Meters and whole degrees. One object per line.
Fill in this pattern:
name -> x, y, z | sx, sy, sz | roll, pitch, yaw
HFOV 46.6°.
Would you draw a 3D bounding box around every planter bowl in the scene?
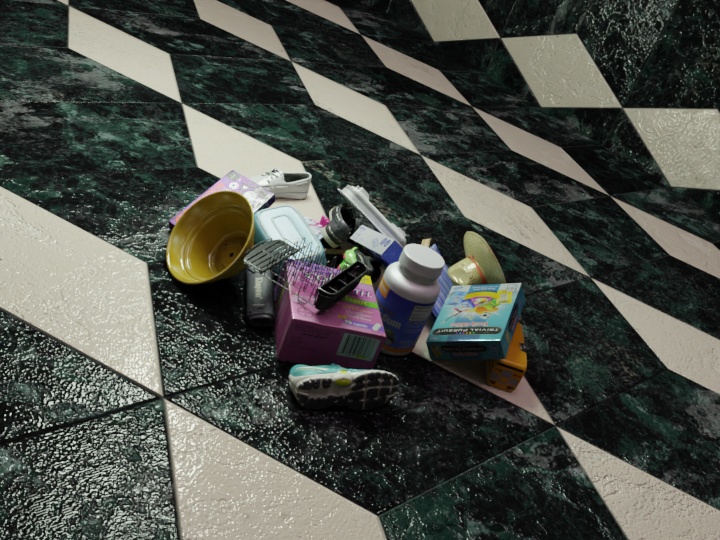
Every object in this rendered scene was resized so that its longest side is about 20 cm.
planter bowl -> -0.265, -0.046, 1.592 | 0.200, 0.200, 0.083 | 50, 3, 41

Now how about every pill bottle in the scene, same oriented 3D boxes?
pill bottle -> 0.084, 0.054, 1.587 | 0.112, 0.200, 0.112 | 17, 28, -9

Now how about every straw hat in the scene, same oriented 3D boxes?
straw hat -> 0.234, 0.017, 1.802 | 0.085, 0.201, 0.201 | -22, 42, -10

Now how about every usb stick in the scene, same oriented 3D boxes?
usb stick -> -0.191, 0.040, 1.592 | 0.055, 0.033, 0.200 | 4, 32, -10

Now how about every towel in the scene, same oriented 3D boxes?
towel -> 0.168, 0.035, 1.791 | 0.145, 0.024, 0.200 | 57, 29, -9

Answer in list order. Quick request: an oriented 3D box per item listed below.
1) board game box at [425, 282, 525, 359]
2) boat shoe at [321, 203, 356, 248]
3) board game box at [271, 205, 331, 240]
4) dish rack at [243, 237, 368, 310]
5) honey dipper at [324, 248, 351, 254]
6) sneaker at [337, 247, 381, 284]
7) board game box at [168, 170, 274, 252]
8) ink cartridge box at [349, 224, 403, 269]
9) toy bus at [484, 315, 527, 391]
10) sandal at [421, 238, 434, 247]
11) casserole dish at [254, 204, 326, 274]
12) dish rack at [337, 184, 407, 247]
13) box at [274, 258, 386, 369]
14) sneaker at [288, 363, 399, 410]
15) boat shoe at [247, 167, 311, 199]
board game box -> 0.232, 0.099, 1.662 | 0.151, 0.047, 0.200 | -4, 30, 26
boat shoe -> -0.031, -0.110, 1.852 | 0.073, 0.063, 0.200 | 48, 23, -10
board game box -> -0.174, -0.111, 1.827 | 0.200, 0.026, 0.200 | 20, 21, 11
dish rack -> -0.104, -0.008, 1.514 | 0.200, 0.055, 0.153 | 30, 29, 15
honey dipper -> -0.056, -0.042, 1.822 | 0.200, 0.038, 0.038 | 1, 35, -32
sneaker -> 0.000, 0.000, 1.719 | 0.084, 0.077, 0.200 | 26, 7, 2
board game box -> -0.284, -0.122, 1.732 | 0.120, 0.032, 0.200 | 27, 52, 21
ink cartridge box -> 0.052, -0.036, 1.737 | 0.094, 0.044, 0.200 | 44, -5, -22
toy bus -> 0.289, 0.151, 1.693 | 0.065, 0.078, 0.200 | 18, 29, -6
sandal -> 0.117, 0.004, 1.855 | 0.070, 0.078, 0.212 | -7, 33, 19
casserole dish -> -0.146, -0.065, 1.685 | 0.121, 0.039, 0.200 | -16, 55, -28
dish rack -> 0.033, -0.124, 1.896 | 0.200, 0.044, 0.172 | 46, 1, -9
box -> -0.063, 0.084, 1.542 | 0.176, 0.097, 0.200 | 13, 29, -16
sneaker -> -0.026, 0.186, 1.422 | 0.200, 0.078, 0.080 | 7, 23, -25
boat shoe -> -0.206, -0.213, 1.985 | 0.200, 0.065, 0.074 | -6, 39, -41
